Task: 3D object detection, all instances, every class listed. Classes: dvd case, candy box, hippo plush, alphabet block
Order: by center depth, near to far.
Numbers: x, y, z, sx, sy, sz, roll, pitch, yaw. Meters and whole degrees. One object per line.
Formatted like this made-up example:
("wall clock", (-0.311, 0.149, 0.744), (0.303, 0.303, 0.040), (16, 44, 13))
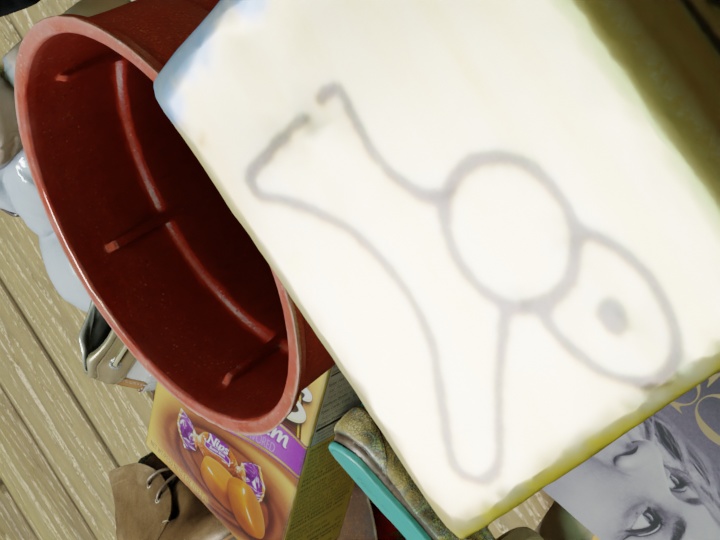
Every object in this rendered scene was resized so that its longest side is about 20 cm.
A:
("alphabet block", (0.084, -0.057, 0.750), (0.200, 0.196, 0.195), (56, 136, 6))
("dvd case", (0.126, 0.060, 0.927), (0.200, 0.016, 0.149), (39, 131, 1))
("candy box", (-0.049, 0.054, 1.127), (0.117, 0.056, 0.200), (42, 138, 27))
("hippo plush", (-0.170, -0.045, 1.245), (0.161, 0.200, 0.159), (50, -175, -5))

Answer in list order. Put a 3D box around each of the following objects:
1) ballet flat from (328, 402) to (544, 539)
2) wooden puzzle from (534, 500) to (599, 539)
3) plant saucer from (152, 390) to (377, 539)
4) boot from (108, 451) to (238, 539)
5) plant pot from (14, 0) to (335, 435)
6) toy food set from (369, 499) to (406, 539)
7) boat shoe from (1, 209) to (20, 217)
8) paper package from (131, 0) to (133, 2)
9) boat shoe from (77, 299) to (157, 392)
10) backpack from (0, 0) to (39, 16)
("ballet flat", (0.060, 0.141, 1.105), (0.071, 0.071, 0.200), (2, 131, 58))
("wooden puzzle", (0.160, 0.185, 1.069), (0.200, 0.046, 0.185), (50, 151, 17))
("plant saucer", (-0.066, 0.117, 1.282), (0.200, 0.034, 0.200), (38, 145, 33))
("boot", (-0.108, 0.144, 1.275), (0.200, 0.074, 0.075), (-18, 92, 64))
("plant pot", (-0.018, -0.061, 0.956), (0.201, 0.195, 0.201), (39, 146, 33))
("toy food set", (-0.034, 0.083, 1.281), (0.200, 0.049, 0.198), (26, 138, 46))
("boat shoe", (-0.214, -0.065, 1.415), (0.200, 0.072, 0.065), (30, 153, 38))
("paper package", (-0.081, -0.242, 0.981), (0.191, 0.103, 0.200), (57, 151, 5))
("boat shoe", (-0.115, -0.018, 1.174), (0.075, 0.068, 0.200), (-122, 35, -57))
("backpack", (-0.284, -0.254, 1.283), (0.163, 0.154, 0.200), (24, 121, 56))
